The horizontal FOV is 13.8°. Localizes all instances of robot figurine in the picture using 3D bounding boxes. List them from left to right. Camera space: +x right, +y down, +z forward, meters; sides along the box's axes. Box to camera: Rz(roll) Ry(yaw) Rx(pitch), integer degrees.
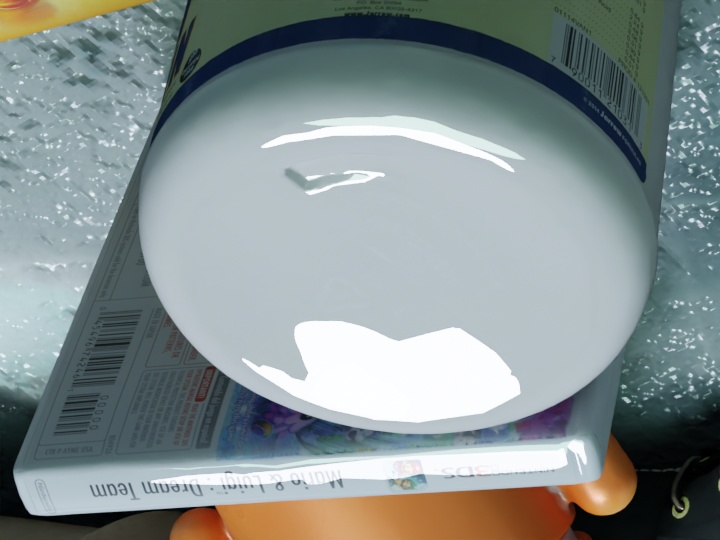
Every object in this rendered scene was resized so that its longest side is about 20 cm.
[{"bbox_3d":[0.012,0.088,1.079,0.201,0.143,0.117,60,163,-5],"label":"robot figurine"}]

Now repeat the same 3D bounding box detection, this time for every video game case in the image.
[{"bbox_3d":[0.000,0.000,0.952,0.181,0.200,0.024,-5,127,17],"label":"video game case"}]

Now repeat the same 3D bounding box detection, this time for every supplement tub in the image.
[{"bbox_3d":[0.021,-0.070,0.869,0.144,0.201,0.145,6,138,5],"label":"supplement tub"}]

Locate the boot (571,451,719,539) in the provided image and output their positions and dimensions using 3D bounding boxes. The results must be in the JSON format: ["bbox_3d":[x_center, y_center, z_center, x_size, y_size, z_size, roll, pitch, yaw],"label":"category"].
[{"bbox_3d":[0.146,0.059,1.090,0.202,0.074,0.154,5,130,18],"label":"boot"}]

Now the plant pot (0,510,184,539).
[{"bbox_3d":[-0.141,0.177,1.196,0.174,0.200,0.201,17,145,32],"label":"plant pot"}]

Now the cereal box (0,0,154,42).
[{"bbox_3d":[-0.143,-0.156,0.930,0.143,0.040,0.200,-13,133,23],"label":"cereal box"}]
